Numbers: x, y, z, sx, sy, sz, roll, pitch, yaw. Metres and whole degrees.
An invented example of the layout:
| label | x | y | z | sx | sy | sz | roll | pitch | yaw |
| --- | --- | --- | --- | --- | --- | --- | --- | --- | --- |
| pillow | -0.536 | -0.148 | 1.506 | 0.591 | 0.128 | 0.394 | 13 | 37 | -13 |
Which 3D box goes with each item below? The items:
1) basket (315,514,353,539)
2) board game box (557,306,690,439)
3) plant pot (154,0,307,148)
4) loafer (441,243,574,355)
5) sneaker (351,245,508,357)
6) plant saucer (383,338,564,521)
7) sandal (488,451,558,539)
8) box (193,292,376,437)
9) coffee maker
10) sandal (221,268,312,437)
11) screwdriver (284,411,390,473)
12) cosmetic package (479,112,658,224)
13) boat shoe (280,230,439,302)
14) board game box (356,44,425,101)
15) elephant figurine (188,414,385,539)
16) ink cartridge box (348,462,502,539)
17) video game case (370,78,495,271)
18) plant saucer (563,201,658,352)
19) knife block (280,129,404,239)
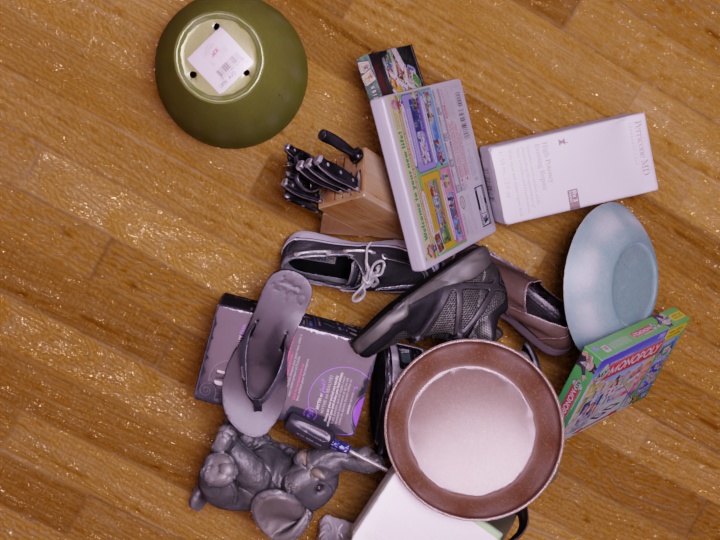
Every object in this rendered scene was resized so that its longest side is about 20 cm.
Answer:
| label | x | y | z | sx | sy | sz | roll | pitch | yaw |
| --- | --- | --- | --- | --- | --- | --- | --- | --- | --- |
| basket | 0.023 | 0.440 | 1.127 | 0.200 | 0.198 | 0.161 | 17 | 101 | -8 |
| board game box | 0.314 | 0.126 | 1.104 | 0.200 | 0.029 | 0.135 | -15 | 136 | -40 |
| plant pot | -0.149 | -0.230 | 1.012 | 0.187 | 0.200 | 0.188 | -1 | 98 | -5 |
| loafer | 0.193 | 0.022 | 1.121 | 0.200 | 0.071 | 0.073 | 34 | 58 | 3 |
| sneaker | 0.091 | 0.066 | 1.055 | 0.199 | 0.076 | 0.114 | -31 | 91 | -15 |
| plant saucer | 0.126 | 0.178 | 1.012 | 0.200 | 0.037 | 0.201 | 0 | 73 | 1 |
| sandal | 0.168 | 0.290 | 1.074 | 0.080 | 0.057 | 0.201 | 10 | 132 | -17 |
| box | -0.091 | 0.114 | 1.113 | 0.199 | 0.106 | 0.123 | 15 | 95 | -7 |
| coffee maker | 0.114 | 0.184 | 1.127 | 0.199 | 0.135 | 0.193 | 2 | 99 | -4 |
| sandal | -0.111 | 0.095 | 1.034 | 0.076 | 0.043 | 0.201 | 14 | 94 | -6 |
| screwdriver | 0.003 | 0.215 | 1.055 | 0.200 | 0.028 | 0.029 | 23 | 103 | 1 |
| cosmetic package | 0.258 | -0.128 | 1.126 | 0.199 | 0.074 | 0.102 | -14 | 99 | -2 |
| boat shoe | 0.000 | -0.002 | 1.114 | 0.199 | 0.068 | 0.074 | 13 | 118 | -6 |
| board game box | 0.061 | -0.169 | 1.091 | 0.023 | 0.105 | 0.200 | -14 | 99 | 35 |
| elephant figurine | -0.094 | 0.262 | 1.116 | 0.200 | 0.155 | 0.142 | 24 | 70 | -2 |
| ink cartridge box | 0.046 | 0.338 | 1.016 | 0.145 | 0.048 | 0.200 | 35 | 83 | -1 |
| video game case | 0.091 | -0.119 | 1.074 | 0.022 | 0.182 | 0.201 | -7 | 102 | 37 |
| plant saucer | 0.322 | 0.017 | 1.110 | 0.201 | 0.039 | 0.202 | -5 | 97 | -42 |
| knife block | 0.007 | -0.100 | 1.053 | 0.199 | 0.176 | 0.064 | 4 | 71 | -6 |
